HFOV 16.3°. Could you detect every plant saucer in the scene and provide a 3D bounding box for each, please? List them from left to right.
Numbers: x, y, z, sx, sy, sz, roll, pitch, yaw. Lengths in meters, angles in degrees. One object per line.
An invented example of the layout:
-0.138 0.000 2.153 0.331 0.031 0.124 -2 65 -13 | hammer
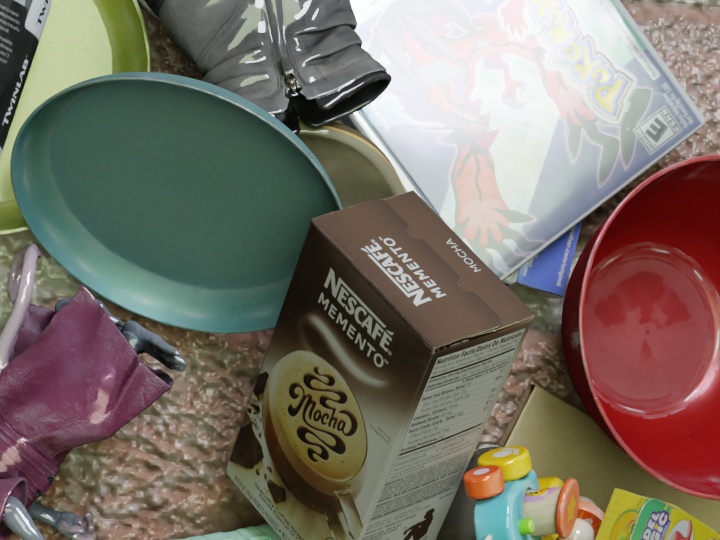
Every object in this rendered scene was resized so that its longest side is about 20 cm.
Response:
-0.224 -0.120 1.483 0.198 0.031 0.202 1 87 -11 | plant saucer
-0.100 -0.042 1.424 0.199 0.200 0.028 26 49 -8 | plant saucer

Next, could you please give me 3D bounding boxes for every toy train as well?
0.113 0.184 1.438 0.055 0.200 0.151 -8 63 20 | toy train

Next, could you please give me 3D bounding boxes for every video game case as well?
0.081 -0.116 1.508 0.182 0.023 0.200 -37 92 -12 | video game case

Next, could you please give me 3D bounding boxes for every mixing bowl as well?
0.197 0.035 1.507 0.199 0.108 0.202 1 87 -21 | mixing bowl

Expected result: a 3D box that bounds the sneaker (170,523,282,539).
-0.078 0.188 1.444 0.199 0.118 0.074 -8 86 -13 | sneaker

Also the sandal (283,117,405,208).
0.000 0.000 1.474 0.080 0.054 0.201 -19 112 8 | sandal

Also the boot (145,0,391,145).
-0.015 -0.154 1.451 0.199 0.070 0.132 -30 69 -7 | boot

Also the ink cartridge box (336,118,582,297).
0.041 -0.064 1.526 0.199 0.042 0.120 15 82 -7 | ink cartridge box

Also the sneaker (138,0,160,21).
-0.110 -0.249 1.477 0.075 0.105 0.202 -5 86 -11 | sneaker

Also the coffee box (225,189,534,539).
0.007 0.070 1.411 0.080 0.201 0.113 -17 51 -38 | coffee box

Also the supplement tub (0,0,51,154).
-0.246 -0.119 1.401 0.122 0.123 0.201 19 83 -9 | supplement tub

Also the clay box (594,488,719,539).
0.175 0.202 1.446 0.200 0.047 0.116 34 76 -50 | clay box

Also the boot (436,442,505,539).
0.072 0.201 1.461 0.074 0.097 0.201 10 86 -9 | boot

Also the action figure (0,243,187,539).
-0.197 0.099 1.420 0.149 0.134 0.200 43 77 -4 | action figure

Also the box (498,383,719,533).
0.153 0.188 1.538 0.199 0.021 0.164 29 81 -7 | box
